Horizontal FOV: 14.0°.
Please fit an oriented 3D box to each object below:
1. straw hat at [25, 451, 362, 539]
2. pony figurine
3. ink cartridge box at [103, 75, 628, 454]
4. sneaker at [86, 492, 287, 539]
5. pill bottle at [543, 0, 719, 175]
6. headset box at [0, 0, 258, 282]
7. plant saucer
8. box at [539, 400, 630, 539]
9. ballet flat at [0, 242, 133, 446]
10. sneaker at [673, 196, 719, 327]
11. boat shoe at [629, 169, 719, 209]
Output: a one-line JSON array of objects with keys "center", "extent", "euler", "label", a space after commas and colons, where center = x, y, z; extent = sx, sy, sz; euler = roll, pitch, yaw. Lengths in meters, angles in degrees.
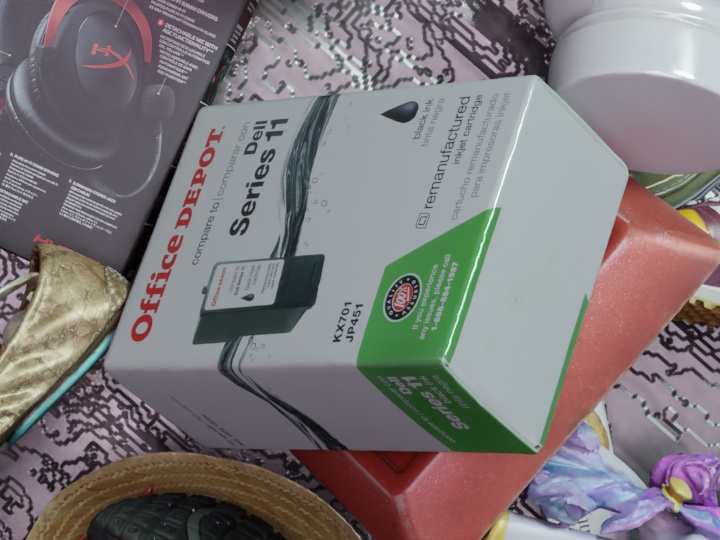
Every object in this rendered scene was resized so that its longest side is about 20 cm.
[{"center": [-0.060, 0.170, 1.381], "extent": [0.201, 0.085, 0.202], "euler": [2, 96, 17], "label": "straw hat"}, {"center": [0.145, 0.139, 1.329], "extent": [0.200, 0.167, 0.193], "euler": [25, 112, -12], "label": "pony figurine"}, {"center": [0.000, 0.000, 1.292], "extent": [0.200, 0.083, 0.147], "euler": [-3, 58, 40], "label": "ink cartridge box"}, {"center": [-0.042, 0.171, 1.295], "extent": [0.200, 0.076, 0.091], "euler": [31, 114, 16], "label": "sneaker"}, {"center": [0.144, -0.153, 1.334], "extent": [0.113, 0.113, 0.200], "euler": [10, 66, 0], "label": "pill bottle"}, {"center": [-0.139, -0.107, 1.388], "extent": [0.148, 0.075, 0.200], "euler": [24, 91, 0], "label": "headset box"}, {"center": [0.039, 0.016, 1.339], "extent": [0.200, 0.200, 0.037], "euler": [-49, 130, 1], "label": "plant saucer"}, {"center": [0.101, 0.084, 1.406], "extent": [0.041, 0.039, 0.200], "euler": [-10, 90, 0], "label": "box"}, {"center": [-0.181, 0.067, 1.307], "extent": [0.065, 0.071, 0.200], "euler": [41, 65, -3], "label": "ballet flat"}, {"center": [0.186, -0.018, 1.385], "extent": [0.200, 0.075, 0.090], "euler": [12, 82, -16], "label": "sneaker"}, {"center": [0.177, -0.099, 1.393], "extent": [0.072, 0.062, 0.200], "euler": [43, 91, 0], "label": "boat shoe"}]
